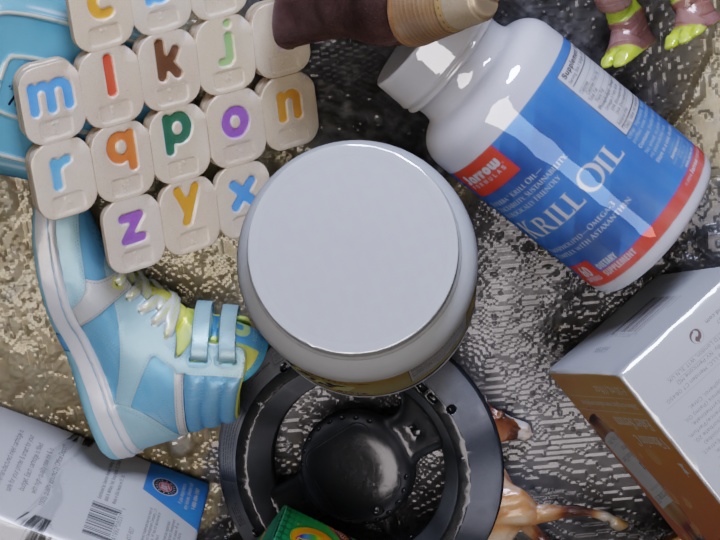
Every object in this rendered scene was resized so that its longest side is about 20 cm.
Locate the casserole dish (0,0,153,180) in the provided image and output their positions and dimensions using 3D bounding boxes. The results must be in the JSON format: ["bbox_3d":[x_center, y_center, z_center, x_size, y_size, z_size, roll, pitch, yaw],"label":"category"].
[{"bbox_3d":[-0.190,-0.111,1.331,0.200,0.039,0.121,11,99,-37],"label":"casserole dish"}]

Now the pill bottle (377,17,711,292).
[{"bbox_3d":[0.112,-0.086,1.345,0.200,0.112,0.112,37,107,-10],"label":"pill bottle"}]

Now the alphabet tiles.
[{"bbox_3d":[-0.119,-0.103,1.344,0.200,0.015,0.196,-19,116,-25],"label":"alphabet tiles"}]

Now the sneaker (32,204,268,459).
[{"bbox_3d":[-0.133,0.023,1.412,0.130,0.080,0.200,-12,118,9],"label":"sneaker"}]

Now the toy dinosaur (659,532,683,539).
[{"bbox_3d":[0.244,0.183,1.455,0.200,0.060,0.106,-24,128,-8],"label":"toy dinosaur"}]

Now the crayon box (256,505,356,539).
[{"bbox_3d":[-0.040,0.245,1.445,0.119,0.058,0.200,27,143,-7],"label":"crayon box"}]

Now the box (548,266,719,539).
[{"bbox_3d":[0.237,0.108,1.360,0.106,0.152,0.200,-40,95,-11],"label":"box"}]

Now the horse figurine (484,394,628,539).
[{"bbox_3d":[0.088,0.200,1.481,0.132,0.050,0.200,28,106,-14],"label":"horse figurine"}]

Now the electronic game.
[{"bbox_3d":[-0.001,0.132,1.447,0.199,0.042,0.201,3,101,15],"label":"electronic game"}]

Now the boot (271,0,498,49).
[{"bbox_3d":[0.022,-0.231,1.296,0.166,0.072,0.201,1,75,42],"label":"boot"}]

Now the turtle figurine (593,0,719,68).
[{"bbox_3d":[0.146,-0.209,1.326,0.200,0.064,0.162,-18,107,29],"label":"turtle figurine"}]

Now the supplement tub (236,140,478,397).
[{"bbox_3d":[0.000,0.000,1.315,0.144,0.200,0.145,0,82,3],"label":"supplement tub"}]

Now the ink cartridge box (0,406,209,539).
[{"bbox_3d":[-0.213,0.172,1.430,0.200,0.146,0.084,20,111,-4],"label":"ink cartridge box"}]
